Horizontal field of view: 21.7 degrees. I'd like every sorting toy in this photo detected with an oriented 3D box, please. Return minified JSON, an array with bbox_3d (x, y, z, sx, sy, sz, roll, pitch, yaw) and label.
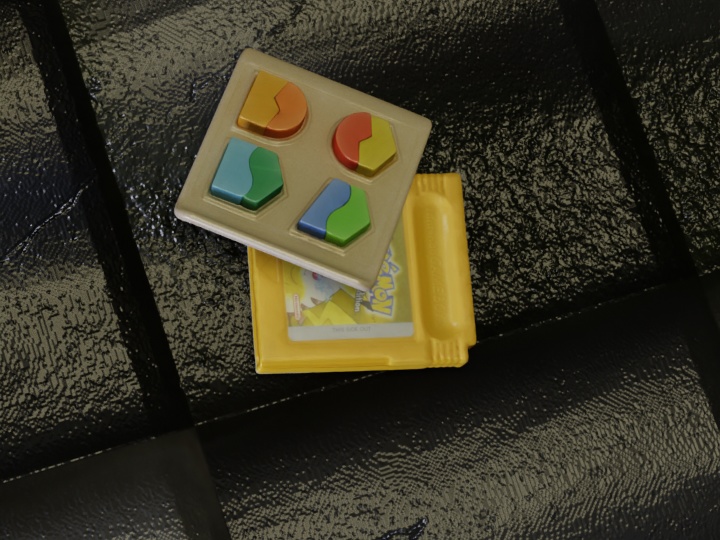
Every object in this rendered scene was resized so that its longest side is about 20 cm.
[{"bbox_3d":[-0.046,-0.095,1.641,0.184,0.037,0.201,21,58,-1],"label":"sorting toy"}]

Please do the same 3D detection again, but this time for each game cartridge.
[{"bbox_3d":[0.000,0.000,1.658,0.198,0.032,0.178,-2,75,-13],"label":"game cartridge"}]
